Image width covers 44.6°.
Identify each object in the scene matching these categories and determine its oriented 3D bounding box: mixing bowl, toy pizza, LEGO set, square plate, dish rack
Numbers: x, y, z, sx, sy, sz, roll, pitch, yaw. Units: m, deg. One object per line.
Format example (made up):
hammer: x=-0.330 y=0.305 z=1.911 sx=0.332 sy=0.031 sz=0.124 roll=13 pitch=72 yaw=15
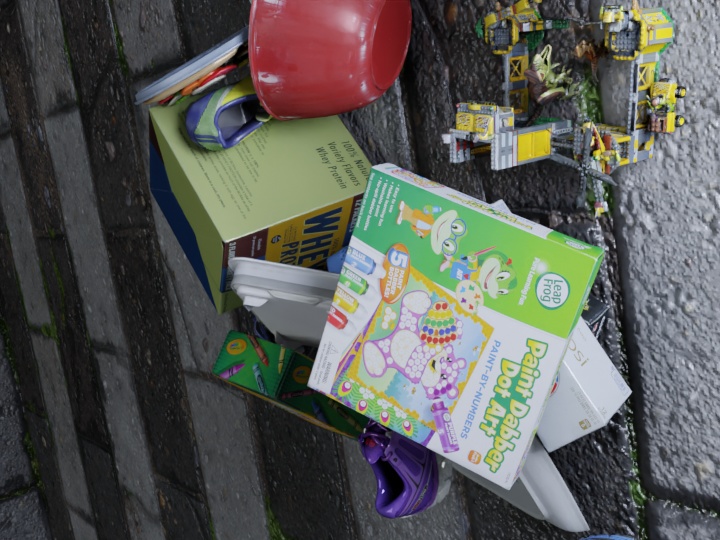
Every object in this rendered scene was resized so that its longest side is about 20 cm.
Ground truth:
mixing bowl: x=-0.016 y=-0.238 z=0.870 sx=0.106 sy=0.200 sz=0.204 roll=17 pitch=119 yaw=21
toy pizza: x=-0.147 y=-0.219 z=0.921 sx=0.198 sy=0.200 sz=0.032 roll=-4 pitch=122 yaw=54
LEGO set: x=0.147 y=-0.145 z=0.711 sx=0.199 sy=0.114 sz=0.157 roll=29 pitch=125 yaw=45
square plate: x=0.114 y=0.170 z=0.864 sx=0.197 sy=0.029 sz=0.201 roll=23 pitch=154 yaw=49
dish rack: x=-0.046 y=0.050 z=0.930 sx=0.168 sy=0.044 sz=0.201 roll=11 pitch=160 yaw=15

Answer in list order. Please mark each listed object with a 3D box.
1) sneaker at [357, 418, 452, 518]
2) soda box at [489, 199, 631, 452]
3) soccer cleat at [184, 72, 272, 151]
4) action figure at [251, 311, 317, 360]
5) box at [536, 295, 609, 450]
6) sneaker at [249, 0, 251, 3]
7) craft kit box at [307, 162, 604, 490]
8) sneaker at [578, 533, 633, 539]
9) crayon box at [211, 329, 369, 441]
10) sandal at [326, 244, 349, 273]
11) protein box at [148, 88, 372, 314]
sneaker: x=0.035 y=0.133 z=0.798 sx=0.080 sy=0.082 sz=0.205 roll=7 pitch=108 yaw=52
soda box: x=0.140 y=0.046 z=0.749 sx=0.068 sy=0.063 sz=0.202 roll=-39 pitch=81 yaw=42
soccer cleat: x=-0.095 y=-0.188 z=0.934 sx=0.083 sy=0.199 sz=0.066 roll=26 pitch=145 yaw=44
action figure: x=-0.093 y=0.036 z=1.134 sx=0.200 sy=0.102 sz=0.198 roll=-159 pitch=53 yaw=-76
box: x=0.121 y=0.059 z=0.846 sx=0.198 sy=0.046 sz=0.162 roll=30 pitch=126 yaw=27
sneaker: x=-0.093 y=-0.348 z=0.995 sx=0.118 sy=0.072 sz=0.200 roll=66 pitch=153 yaw=11
craft kit box: x=0.071 y=0.043 z=0.715 sx=0.194 sy=0.048 sz=0.204 roll=22 pitch=107 yaw=17
sneaker: x=0.253 y=0.302 z=0.766 sx=0.198 sy=0.077 sz=0.077 roll=26 pitch=122 yaw=47
crayon box: x=-0.066 y=0.142 z=1.044 sx=0.117 sy=0.199 sz=0.059 roll=12 pitch=73 yaw=43
sandal: x=0.000 y=0.000 z=0.986 sx=0.081 sy=0.085 sz=0.202 roll=-99 pitch=26 yaw=-44
protein box: x=-0.113 y=-0.096 z=1.005 sx=0.200 sy=0.197 sz=0.136 roll=56 pitch=152 yaw=25
